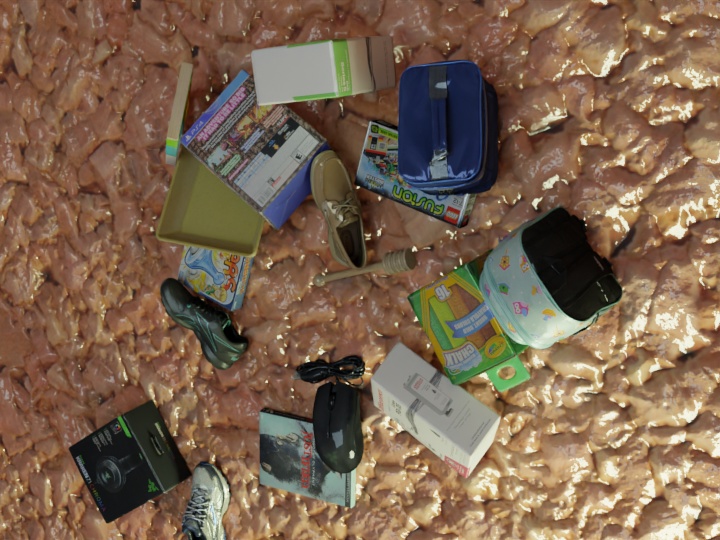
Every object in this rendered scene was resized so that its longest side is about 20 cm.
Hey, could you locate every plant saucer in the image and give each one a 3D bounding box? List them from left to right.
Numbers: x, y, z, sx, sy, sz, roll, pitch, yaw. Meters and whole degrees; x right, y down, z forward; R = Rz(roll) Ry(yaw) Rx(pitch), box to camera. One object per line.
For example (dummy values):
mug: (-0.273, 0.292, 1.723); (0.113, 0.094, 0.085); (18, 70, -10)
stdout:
plant saucer: (-0.236, -0.126, 1.655); (0.197, 0.048, 0.203); (11, 77, 20)

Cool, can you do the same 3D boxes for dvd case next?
dvd case: (-0.098, 0.339, 1.734); (0.197, 0.022, 0.148); (8, 105, 26)

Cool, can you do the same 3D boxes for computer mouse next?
computer mouse: (-0.049, 0.254, 1.654); (0.137, 0.053, 0.203); (-8, 87, 26)

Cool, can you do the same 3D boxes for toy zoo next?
toy zoo: (-0.313, -0.262, 1.645); (0.020, 0.200, 0.133); (11, 80, -10)

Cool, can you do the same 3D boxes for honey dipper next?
honey dipper: (0.000, 0.000, 1.600); (0.198, 0.038, 0.039); (-13, 94, 32)

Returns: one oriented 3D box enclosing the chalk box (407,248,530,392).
chalk box: (0.185, 0.091, 1.465); (0.124, 0.123, 0.202); (-31, 85, 30)

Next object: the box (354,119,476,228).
box: (0.092, -0.155, 1.516); (0.198, 0.035, 0.111); (24, 111, 23)

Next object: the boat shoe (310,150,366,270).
boat shoe: (-0.026, -0.096, 1.542); (0.064, 0.071, 0.202); (33, 144, 56)

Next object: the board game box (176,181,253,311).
board game box: (-0.253, -0.046, 1.730); (0.134, 0.034, 0.203); (25, 111, 22)

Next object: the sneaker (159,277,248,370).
sneaker: (-0.283, 0.085, 1.749); (0.079, 0.076, 0.201); (-36, 99, 29)

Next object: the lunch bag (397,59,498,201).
lunch bag: (0.125, -0.200, 1.401); (0.134, 0.132, 0.203); (-3, 82, 21)

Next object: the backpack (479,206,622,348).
backpack: (0.260, 0.018, 1.365); (0.153, 0.199, 0.177); (-34, 85, 30)

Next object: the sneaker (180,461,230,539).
sneaker: (-0.303, 0.470, 1.839); (0.076, 0.085, 0.203); (5, 102, 28)

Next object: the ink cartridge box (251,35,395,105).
ink cartridge box: (-0.052, -0.309, 1.469); (0.144, 0.199, 0.085); (-1, 103, 29)

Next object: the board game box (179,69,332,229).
board game box: (-0.166, -0.198, 1.572); (0.200, 0.097, 0.160); (41, 86, 18)

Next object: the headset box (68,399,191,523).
headset box: (-0.454, 0.378, 1.899); (0.199, 0.093, 0.176); (-30, 86, 30)

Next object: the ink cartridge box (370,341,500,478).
ink cartridge box: (0.116, 0.222, 1.515); (0.199, 0.147, 0.083); (36, 72, 17)
